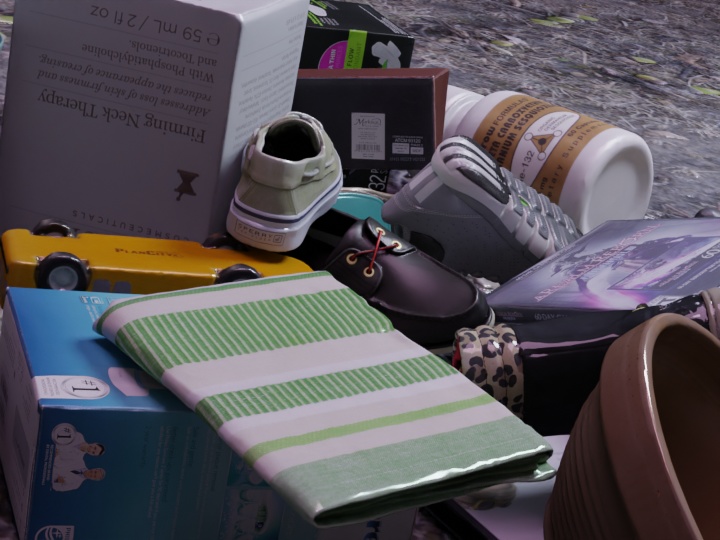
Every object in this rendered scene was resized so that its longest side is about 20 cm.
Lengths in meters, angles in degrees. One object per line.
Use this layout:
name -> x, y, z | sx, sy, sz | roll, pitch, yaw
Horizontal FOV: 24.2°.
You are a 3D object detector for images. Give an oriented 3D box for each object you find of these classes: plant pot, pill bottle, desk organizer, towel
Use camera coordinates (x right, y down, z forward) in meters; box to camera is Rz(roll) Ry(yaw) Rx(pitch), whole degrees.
plant pot -> 0.148, 0.128, 0.766 | 0.201, 0.093, 0.201 | 43, 29, -31
pill bottle -> 0.137, -0.089, 1.424 | 0.200, 0.115, 0.114 | 25, 23, 37
desk organizer -> -0.031, -0.121, 1.312 | 0.199, 0.072, 0.077 | 2, 14, 14
towel -> -0.021, 0.056, 0.806 | 0.152, 0.023, 0.200 | -7, 30, -38

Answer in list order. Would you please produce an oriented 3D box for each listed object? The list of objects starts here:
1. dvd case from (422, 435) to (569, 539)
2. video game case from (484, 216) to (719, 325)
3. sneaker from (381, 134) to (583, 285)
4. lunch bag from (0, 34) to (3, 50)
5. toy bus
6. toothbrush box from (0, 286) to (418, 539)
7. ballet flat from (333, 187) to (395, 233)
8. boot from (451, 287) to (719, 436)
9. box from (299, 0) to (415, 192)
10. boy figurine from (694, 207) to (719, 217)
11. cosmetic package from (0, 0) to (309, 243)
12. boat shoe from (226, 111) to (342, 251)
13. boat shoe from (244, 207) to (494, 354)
dvd case -> 0.100, 0.125, 0.932 | 0.142, 0.018, 0.200 | -1, 22, -32
video game case -> 0.185, 0.001, 1.092 | 0.143, 0.019, 0.200 | -29, 18, -31
sneaker -> 0.091, -0.009, 1.236 | 0.200, 0.115, 0.075 | 39, 26, -30
lunch bag -> -0.306, -0.082, 1.082 | 0.122, 0.171, 0.200 | 17, 18, -3
toy bus -> -0.120, 0.021, 1.024 | 0.199, 0.079, 0.065 | 4, 20, -18
toothbrush box -> -0.081, 0.077, 0.868 | 0.199, 0.086, 0.146 | 2, 21, -21
ballet flat -> 0.015, -0.029, 1.284 | 0.200, 0.070, 0.069 | 0, 21, -32
boot -> 0.126, 0.066, 0.925 | 0.153, 0.074, 0.204 | -7, -20, 0
box -> -0.076, -0.157, 1.453 | 0.199, 0.149, 0.124 | 3, 20, -20
boy figurine -> 0.293, 0.006, 1.310 | 0.124, 0.065, 0.200 | 13, 16, 1
cosmetic package -> -0.149, -0.116, 1.214 | 0.167, 0.201, 0.166 | 14, 19, 11
boat shoe -> -0.043, -0.072, 1.111 | 0.072, 0.062, 0.200 | 19, 21, -4
boat shoe -> -0.002, 0.002, 1.135 | 0.201, 0.063, 0.074 | 20, 51, 32
